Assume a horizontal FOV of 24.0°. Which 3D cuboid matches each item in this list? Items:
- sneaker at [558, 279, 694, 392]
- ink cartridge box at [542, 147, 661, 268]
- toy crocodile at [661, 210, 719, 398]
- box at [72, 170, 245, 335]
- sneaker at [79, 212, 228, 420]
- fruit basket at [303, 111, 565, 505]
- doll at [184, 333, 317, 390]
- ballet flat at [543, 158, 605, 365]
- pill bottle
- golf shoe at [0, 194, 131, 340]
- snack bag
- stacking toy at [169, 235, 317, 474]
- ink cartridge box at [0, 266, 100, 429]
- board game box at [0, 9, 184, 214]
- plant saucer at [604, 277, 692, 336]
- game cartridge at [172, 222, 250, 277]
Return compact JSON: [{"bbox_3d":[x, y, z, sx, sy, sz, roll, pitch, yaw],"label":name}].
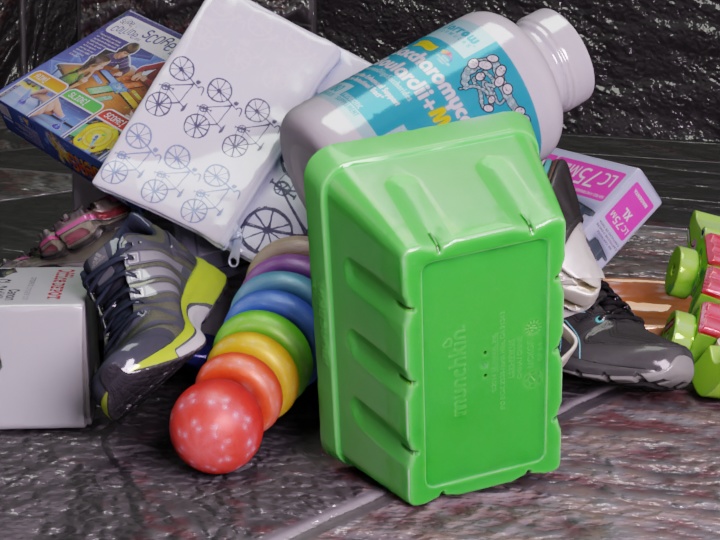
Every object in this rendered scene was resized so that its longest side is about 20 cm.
[{"bbox_3d":[0.151,0.035,1.184,0.075,0.080,0.200,15,-1,-42],"label":"sneaker"},{"bbox_3d":[0.105,-0.001,1.186,0.200,0.042,0.119,-48,30,-11],"label":"ink cartridge box"},{"bbox_3d":[0.254,0.021,1.200,0.067,0.062,0.200,17,40,0],"label":"toy crocodile"},{"bbox_3d":[-0.117,-0.041,1.381,0.199,0.172,0.199,2,10,5],"label":"box"},{"bbox_3d":[-0.141,0.025,1.042,0.074,0.081,0.200,-42,12,14],"label":"sneaker"},{"bbox_3d":[0.042,0.004,0.965,0.155,0.217,0.216,-12,13,-16],"label":"fruit basket"},{"bbox_3d":[-0.066,0.058,1.166,0.199,0.049,0.136,6,7,0],"label":"doll"},{"bbox_3d":[0.112,0.022,1.085,0.068,0.201,0.068,24,-23,6],"label":"ballet flat"},{"bbox_3d":[0.055,-0.098,1.110,0.200,0.111,0.111,-31,20,-18],"label":"pill bottle"},{"bbox_3d":[-0.224,0.021,1.251,0.200,0.092,0.073,-29,1,39],"label":"golf shoe"},{"bbox_3d":[-0.053,-0.086,1.159,0.199,0.189,0.021,28,-26,3],"label":"snack bag"},{"bbox_3d":[-0.058,0.056,1.026,0.085,0.086,0.200,3,27,15],"label":"stacking toy"},{"bbox_3d":[-0.274,0.048,1.109,0.199,0.083,0.146,-1,10,-7],"label":"ink cartridge box"},{"bbox_3d":[-0.165,-0.122,1.246,0.135,0.035,0.200,-36,40,-22],"label":"board game box"},{"bbox_3d":[0.215,0.040,1.321,0.199,0.038,0.200,1,10,0],"label":"plant saucer"},{"bbox_3d":[-0.040,-0.069,1.218,0.199,0.041,0.134,-13,50,0],"label":"game cartridge"}]
